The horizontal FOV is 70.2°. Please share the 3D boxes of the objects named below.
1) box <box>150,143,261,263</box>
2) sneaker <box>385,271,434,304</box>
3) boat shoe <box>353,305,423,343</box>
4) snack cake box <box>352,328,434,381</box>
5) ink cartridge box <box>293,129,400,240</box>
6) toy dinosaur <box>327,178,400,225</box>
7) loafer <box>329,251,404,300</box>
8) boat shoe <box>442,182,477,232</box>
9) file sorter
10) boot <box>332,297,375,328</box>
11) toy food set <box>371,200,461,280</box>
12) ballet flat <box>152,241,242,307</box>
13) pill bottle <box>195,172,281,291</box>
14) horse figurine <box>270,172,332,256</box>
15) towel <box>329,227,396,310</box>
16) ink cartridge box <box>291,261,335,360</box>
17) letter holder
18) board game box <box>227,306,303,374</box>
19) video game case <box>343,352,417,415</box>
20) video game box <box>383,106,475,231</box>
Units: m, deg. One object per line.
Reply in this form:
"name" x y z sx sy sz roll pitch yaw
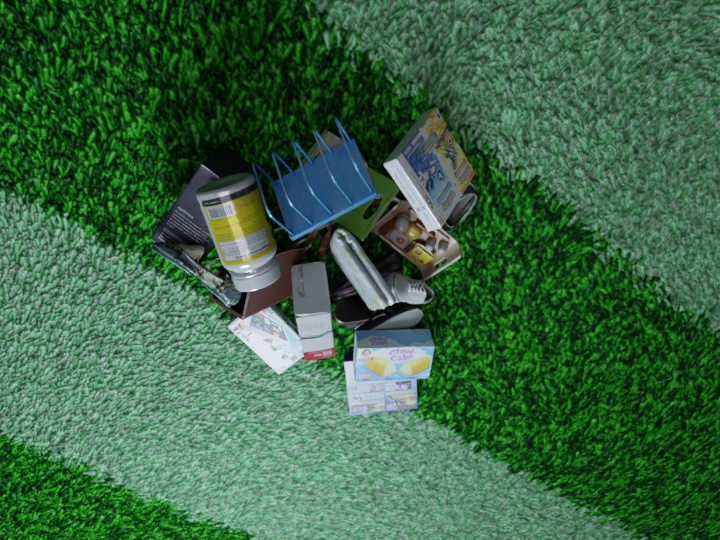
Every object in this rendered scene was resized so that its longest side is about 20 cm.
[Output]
"box" -0.326 -0.143 1.104 0.117 0.197 0.200 36 109 -18
"sneaker" 0.122 0.041 1.236 0.070 0.199 0.075 -9 79 25
"boat shoe" 0.067 0.136 1.337 0.197 0.061 0.076 -25 134 6
"snack cake box" 0.082 0.216 1.310 0.196 0.068 0.117 -1 125 -7
"ink cartridge box" -0.035 -0.183 1.084 0.149 0.199 0.076 -53 152 -2
"toy dinosaur" -0.007 -0.162 1.158 0.196 0.102 0.078 -13 80 13
"loafer" 0.010 0.012 1.269 0.197 0.072 0.064 -21 99 -9
"boat shoe" 0.198 -0.123 1.213 0.071 0.071 0.201 29 114 -17
"file sorter" -0.092 -0.181 0.997 0.198 0.141 0.123 -26 157 10
"boot" -0.024 0.118 1.261 0.075 0.199 0.097 48 119 14
"toy food set" 0.120 -0.063 1.205 0.199 0.061 0.143 37 139 -14
"ballet flat" -0.317 -0.010 1.029 0.199 0.075 0.074 41 107 -20
"pill bottle" -0.224 -0.070 0.968 0.112 0.115 0.203 -13 113 3
"horse figurine" -0.135 -0.123 1.206 0.199 0.050 0.133 38 108 -19
"towel" 0.000 0.000 1.144 0.048 0.171 0.201 -35 91 -11
"ink cartridge box" -0.109 0.099 1.220 0.081 0.149 0.202 -7 144 -4
"letter holder" -0.227 0.001 1.166 0.099 0.199 0.144 27 113 18
"board game box" -0.235 0.170 1.349 0.125 0.035 0.200 -36 113 14
"video game case" 0.058 0.308 1.427 0.196 0.046 0.184 -5 114 -1
"video game box" 0.155 -0.220 1.109 0.046 0.201 0.183 -7 129 47
